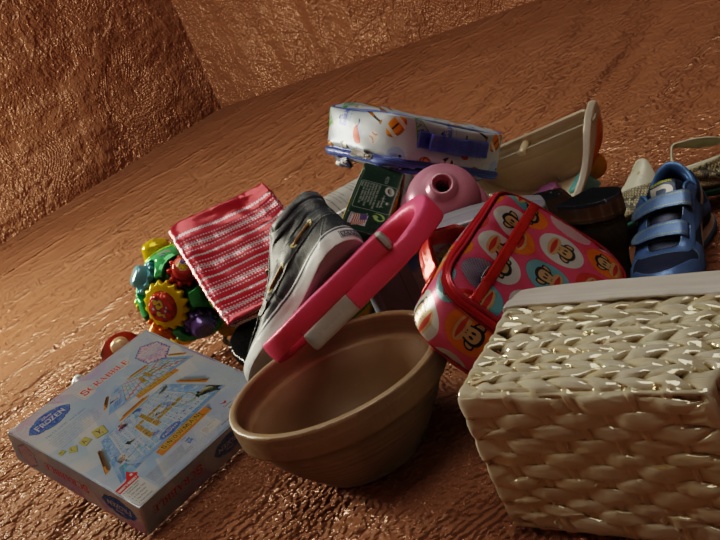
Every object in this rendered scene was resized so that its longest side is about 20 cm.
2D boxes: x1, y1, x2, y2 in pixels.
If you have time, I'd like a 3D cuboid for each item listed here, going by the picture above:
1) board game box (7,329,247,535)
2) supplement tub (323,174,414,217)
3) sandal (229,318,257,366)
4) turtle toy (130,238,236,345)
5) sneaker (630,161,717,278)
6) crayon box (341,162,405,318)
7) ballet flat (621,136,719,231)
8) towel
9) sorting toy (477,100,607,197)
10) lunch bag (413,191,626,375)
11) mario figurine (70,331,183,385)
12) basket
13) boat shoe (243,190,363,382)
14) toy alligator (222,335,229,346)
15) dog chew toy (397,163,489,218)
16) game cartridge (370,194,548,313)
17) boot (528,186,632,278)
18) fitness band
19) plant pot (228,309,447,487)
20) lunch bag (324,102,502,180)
[{"bbox_3d":[-0.222,0.157,1.016,0.198,0.041,0.200,19,41,32],"label":"board game box"},{"bbox_3d":[-0.013,-0.040,1.267,0.199,0.133,0.132,-31,19,-18],"label":"supplement tub"},{"bbox_3d":[-0.099,0.106,1.126,0.075,0.045,0.200,-31,31,-5],"label":"sandal"},{"bbox_3d":[-0.206,0.027,1.224,0.198,0.147,0.101,-11,13,25],"label":"turtle toy"},{"bbox_3d":[0.297,-0.038,0.950,0.073,0.083,0.200,-12,23,27],"label":"sneaker"},{"bbox_3d":[0.000,0.000,1.090,0.050,0.201,0.127,15,40,4],"label":"crayon box"},{"bbox_3d":[0.345,-0.099,1.065,0.199,0.076,0.068,-21,-10,11],"label":"ballet flat"},{"bbox_3d":[-0.132,-0.023,1.161,0.144,0.023,0.200,-26,45,-15],"label":"towel"},{"bbox_3d":[0.206,-0.082,1.175,0.199,0.107,0.181,-21,33,37],"label":"sorting toy"},{"bbox_3d":[0.133,0.017,0.855,0.082,0.175,0.200,-60,-6,38],"label":"lunch bag"},{"bbox_3d":[-0.276,0.124,1.172,0.122,0.107,0.200,8,15,-24],"label":"mario figurine"},{"bbox_3d":[0.181,0.092,0.652,0.199,0.136,0.123,-8,26,42],"label":"basket"},{"bbox_3d":[-0.070,0.020,0.995,0.201,0.070,0.091,-57,47,21],"label":"boat shoe"},{"bbox_3d":[-0.115,0.032,1.329,0.200,0.059,0.054,-47,-11,-16],"label":"toy alligator"},{"bbox_3d":[0.092,-0.048,1.061,0.124,0.125,0.200,-25,-24,-4],"label":"dog chew toy"},{"bbox_3d":[0.106,0.005,0.986,0.199,0.134,0.041,-22,25,9],"label":"game cartridge"},{"bbox_3d":[0.211,-0.031,1.033,0.074,0.098,0.200,-24,12,-20],"label":"boot"},{"bbox_3d":[-0.008,0.008,0.869,0.200,0.037,0.144,-44,4,7],"label":"fitness band"},{"bbox_3d":[-0.007,0.124,0.863,0.199,0.093,0.201,-23,17,7],"label":"plant pot"},{"bbox_3d":[0.063,-0.149,1.157,0.199,0.076,0.160,1,12,-40],"label":"lunch bag"}]
